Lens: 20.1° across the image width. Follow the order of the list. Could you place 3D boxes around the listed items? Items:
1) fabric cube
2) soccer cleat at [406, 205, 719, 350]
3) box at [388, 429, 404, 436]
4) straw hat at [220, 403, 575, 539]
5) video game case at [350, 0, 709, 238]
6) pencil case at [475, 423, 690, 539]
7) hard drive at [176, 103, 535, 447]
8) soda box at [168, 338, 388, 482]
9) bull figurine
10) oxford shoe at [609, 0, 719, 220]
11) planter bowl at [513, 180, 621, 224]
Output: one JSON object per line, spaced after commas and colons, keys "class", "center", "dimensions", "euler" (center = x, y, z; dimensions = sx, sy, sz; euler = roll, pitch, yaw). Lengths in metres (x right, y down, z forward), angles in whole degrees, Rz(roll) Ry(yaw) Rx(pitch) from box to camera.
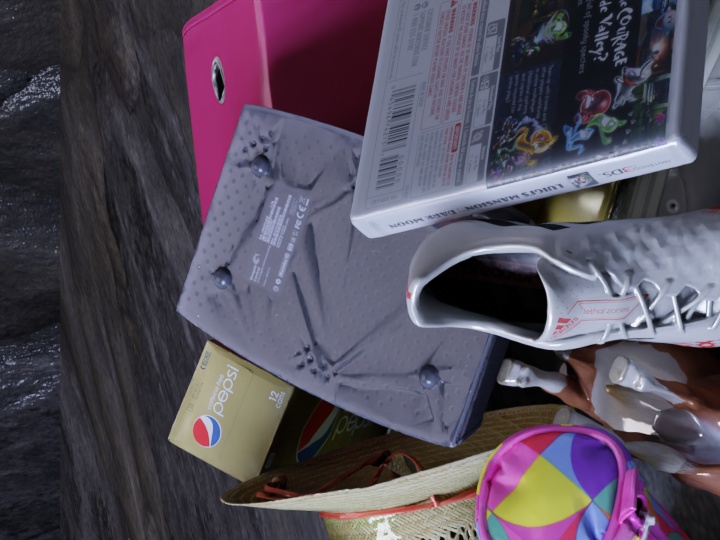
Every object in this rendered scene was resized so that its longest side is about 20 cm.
{"class": "fabric cube", "center": [0.011, -0.069, 1.247], "dimensions": [0.196, 0.199, 0.200], "euler": [174, 91, -73]}
{"class": "soccer cleat", "center": [0.117, 0.008, 0.929], "dimensions": [0.085, 0.199, 0.069], "euler": [-45, -46, -67]}
{"class": "box", "center": [0.031, 0.132, 1.313], "dimensions": [0.122, 0.048, 0.200], "euler": [-63, -3, 1]}
{"class": "straw hat", "center": [0.030, 0.139, 1.112], "dimensions": [0.201, 0.200, 0.085], "euler": [170, 86, -74]}
{"class": "video game case", "center": [0.086, -0.120, 0.987], "dimensions": [0.181, 0.023, 0.201], "euler": [-13, 53, 35]}
{"class": "pencil case", "center": [0.125, 0.149, 0.985], "dimensions": [0.200, 0.088, 0.089], "euler": [50, -163, -51]}
{"class": "hard drive", "center": [0.000, 0.000, 1.065], "dimensions": [0.200, 0.042, 0.135], "euler": [24, 99, 36]}
{"class": "soda box", "center": [-0.038, 0.079, 1.258], "dimensions": [0.068, 0.064, 0.200], "euler": [-68, -19, 10]}
{"class": "bull figurine", "center": [0.137, 0.059, 1.031], "dimensions": [0.200, 0.121, 0.065], "euler": [28, 100, 63]}
{"class": "oxford shoe", "center": [0.165, -0.067, 0.988], "dimensions": [0.075, 0.058, 0.201], "euler": [-90, 14, -77]}
{"class": "planter bowl", "center": [0.088, -0.094, 1.075], "dimensions": [0.200, 0.083, 0.201], "euler": [-169, 90, -86]}
